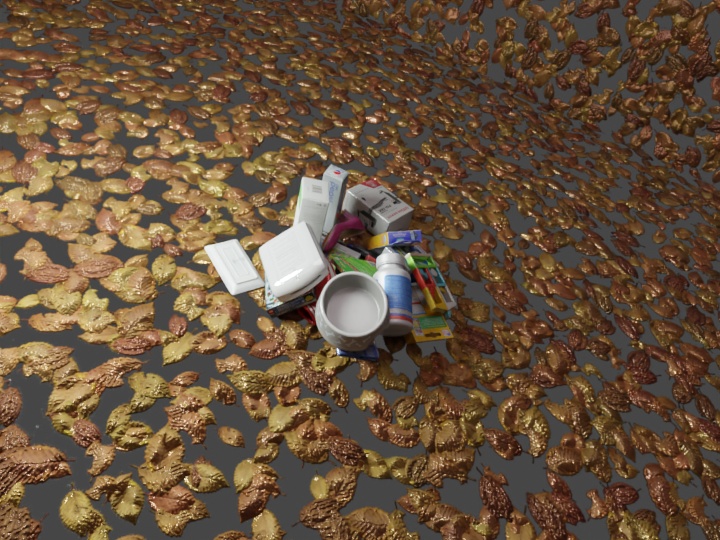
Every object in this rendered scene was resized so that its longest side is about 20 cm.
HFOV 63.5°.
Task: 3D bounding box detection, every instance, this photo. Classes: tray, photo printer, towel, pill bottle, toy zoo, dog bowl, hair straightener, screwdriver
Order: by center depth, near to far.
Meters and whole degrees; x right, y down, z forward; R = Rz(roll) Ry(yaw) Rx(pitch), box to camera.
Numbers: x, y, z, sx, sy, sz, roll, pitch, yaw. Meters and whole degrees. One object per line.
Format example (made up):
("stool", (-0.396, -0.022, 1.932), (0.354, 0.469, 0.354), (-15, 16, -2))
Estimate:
("dog bowl", (-0.017, 0.094, 1.448), (0.192, 0.059, 0.206), (2, 60, -4))
("towel", (-0.024, 0.133, 1.509), (0.144, 0.024, 0.206), (16, 50, -41))
("photo printer", (-0.173, -0.018, 1.520), (0.163, 0.070, 0.202), (-30, 44, 1))
("pill bottle", (0.085, 0.063, 1.562), (0.108, 0.113, 0.207), (6, 67, -13))
("tray", (-0.351, -0.019, 1.625), (0.105, 0.023, 0.201), (-14, 51, -34))
("toy zoo", (0.207, 0.043, 1.649), (0.129, 0.020, 0.205), (2, 58, -54))
("hair straightener", (0.109, -0.001, 1.756), (0.196, 0.042, 0.077), (32, 43, 9))
("screwdriver", (-0.052, -0.087, 1.815), (0.196, 0.029, 0.029), (28, 11, 20))

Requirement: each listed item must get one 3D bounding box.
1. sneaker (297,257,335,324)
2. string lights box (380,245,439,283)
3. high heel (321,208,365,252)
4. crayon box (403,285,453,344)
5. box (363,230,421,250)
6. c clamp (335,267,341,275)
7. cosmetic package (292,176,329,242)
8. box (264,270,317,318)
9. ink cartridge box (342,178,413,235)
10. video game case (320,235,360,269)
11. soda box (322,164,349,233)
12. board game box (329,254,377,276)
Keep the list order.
("sneaker", (-0.122, 0.053, 1.572), (0.112, 0.079, 0.205), (-6, 57, -23))
("string lights box", (0.144, -0.018, 1.729), (0.103, 0.060, 0.198), (44, 26, 23))
("high heel", (-0.050, -0.101, 1.779), (0.095, 0.067, 0.202), (38, 39, -9))
("crayon box", (0.164, 0.132, 1.630), (0.121, 0.053, 0.203), (-2, 44, -23))
("box", (0.099, -0.091, 1.756), (0.115, 0.199, 0.043), (-6, 86, -25))
("c clamp", (-0.002, 0.022, 1.660), (0.197, 0.028, 0.170), (6, 30, -51))
("cosmetic package", (-0.145, -0.147, 1.669), (0.082, 0.204, 0.109), (8, 37, -13))
("box", (-0.193, 0.021, 1.576), (0.133, 0.040, 0.204), (-21, 45, 7))
("ink cartridge box", (0.059, -0.202, 1.929), (0.198, 0.085, 0.145), (38, 44, 22))
("video game case", (-0.112, -0.025, 1.720), (0.177, 0.022, 0.202), (24, 41, 6))
("soda box", (-0.091, -0.217, 1.798), (0.066, 0.204, 0.064), (22, 40, 8))
("board game box", (0.000, 0.000, 1.631), (0.197, 0.031, 0.095), (13, 24, -50))
